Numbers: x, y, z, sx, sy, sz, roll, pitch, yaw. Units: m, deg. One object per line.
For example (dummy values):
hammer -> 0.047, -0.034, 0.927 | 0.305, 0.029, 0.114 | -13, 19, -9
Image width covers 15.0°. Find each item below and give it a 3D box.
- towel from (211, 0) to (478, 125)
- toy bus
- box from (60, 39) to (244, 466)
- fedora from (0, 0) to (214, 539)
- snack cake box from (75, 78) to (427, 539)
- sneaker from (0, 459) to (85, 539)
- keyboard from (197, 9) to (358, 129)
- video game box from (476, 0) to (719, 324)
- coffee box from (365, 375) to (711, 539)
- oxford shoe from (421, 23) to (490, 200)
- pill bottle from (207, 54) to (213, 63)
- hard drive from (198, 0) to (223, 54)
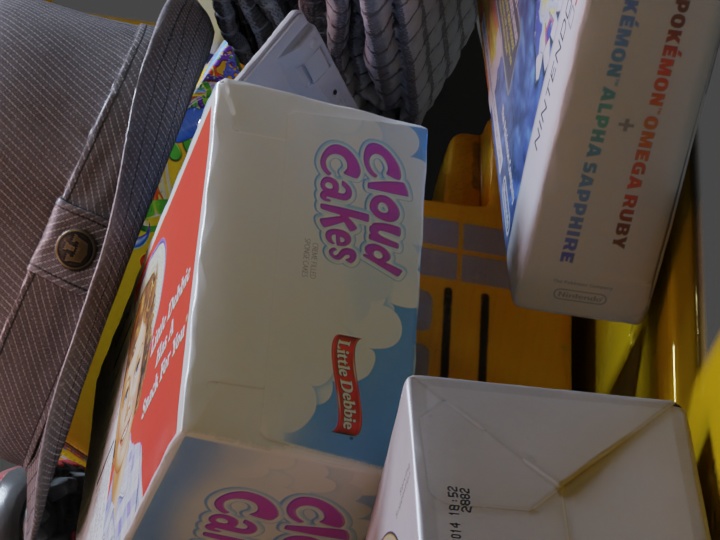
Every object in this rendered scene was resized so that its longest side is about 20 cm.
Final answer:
towel -> 0.008, -0.160, 0.917 | 0.166, 0.085, 0.200 | -62, -17, -20
toy bus -> 0.029, 0.044, 0.879 | 0.065, 0.078, 0.200 | 108, 167, -55
box -> -0.059, 0.010, 1.171 | 0.193, 0.122, 0.200 | -57, 3, -8
fedora -> -0.122, -0.013, 0.940 | 0.177, 0.090, 0.200 | -92, 22, -75
snack cake box -> -0.039, 0.046, 0.838 | 0.200, 0.067, 0.115 | 119, 160, -58
sneaker -> -0.141, 0.114, 1.087 | 0.200, 0.098, 0.071 | 78, -165, -79
keyboard -> 0.000, 0.000, 0.940 | 0.056, 0.011, 0.200 | -47, -45, -19
video game box -> 0.075, -0.114, 0.816 | 0.200, 0.047, 0.183 | -93, 14, -57
coffee box -> 0.033, 0.141, 0.733 | 0.113, 0.080, 0.200 | -93, 13, -49
oxford shoe -> 0.012, -0.055, 1.053 | 0.071, 0.071, 0.201 | -8, 83, 62
pill bottle -> -0.042, -0.161, 1.519 | 0.120, 0.119, 0.200 | -90, 10, -46
hard drive -> -0.040, -0.204, 1.151 | 0.200, 0.027, 0.132 | 108, 177, -53
